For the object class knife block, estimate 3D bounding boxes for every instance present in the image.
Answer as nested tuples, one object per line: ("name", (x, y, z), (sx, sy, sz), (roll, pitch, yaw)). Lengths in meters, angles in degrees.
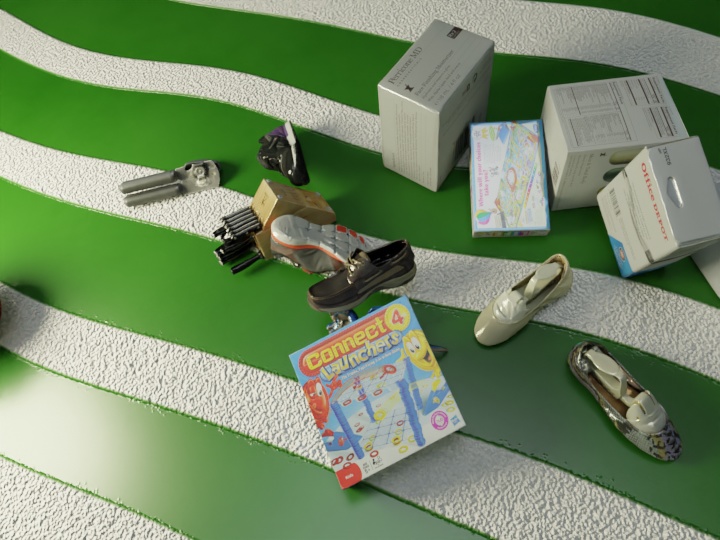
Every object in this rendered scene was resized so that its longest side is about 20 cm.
("knife block", (-0.161, -0.065, 1.074), (0.064, 0.196, 0.178), (51, 119, 36))

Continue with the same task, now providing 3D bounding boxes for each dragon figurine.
("dragon figurine", (0.039, 0.093, 0.949), (0.193, 0.059, 0.102), (-7, 58, 4))

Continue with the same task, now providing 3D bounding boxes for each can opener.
("can opener", (-0.369, -0.175, 1.176), (0.193, 0.055, 0.067), (-13, 25, -1))

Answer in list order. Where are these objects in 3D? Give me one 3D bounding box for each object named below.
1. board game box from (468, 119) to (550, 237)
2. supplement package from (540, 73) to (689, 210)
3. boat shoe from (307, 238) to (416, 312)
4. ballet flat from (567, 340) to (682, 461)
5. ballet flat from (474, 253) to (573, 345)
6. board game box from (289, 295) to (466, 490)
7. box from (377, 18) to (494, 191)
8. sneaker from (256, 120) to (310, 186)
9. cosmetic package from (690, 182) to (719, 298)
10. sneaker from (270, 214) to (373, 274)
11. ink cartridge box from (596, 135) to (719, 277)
("board game box", (0.260, -0.163, 1.059), (0.129, 0.034, 0.208), (-1, 76, 6))
("supplement package", (0.424, -0.220, 1.039), (0.192, 0.153, 0.155), (-6, 58, 3))
("boat shoe", (0.000, 0.000, 0.959), (0.195, 0.075, 0.074), (-23, 36, -22))
("ballet flat", (0.376, 0.180, 0.852), (0.071, 0.073, 0.201), (-32, 61, -14))
("ballet flat", (0.260, 0.041, 0.951), (0.197, 0.070, 0.070), (-35, 61, -14))
("board game box", (0.023, 0.172, 0.858), (0.195, 0.056, 0.200), (-26, 76, 0))
("box", (0.137, -0.299, 1.092), (0.128, 0.202, 0.201), (28, 65, 21))
("sneaker", (-0.151, -0.207, 1.138), (0.085, 0.077, 0.202), (-21, 36, 1))
("cosmetic package", (0.644, -0.044, 0.925), (0.194, 0.124, 0.204), (-18, 58, -3))
("sneaker", (-0.066, -0.031, 1.037), (0.194, 0.083, 0.078), (20, 43, -7))
("ink cartridge box", (0.449, -0.088, 0.906), (0.081, 0.200, 0.150), (-12, 78, 0))
